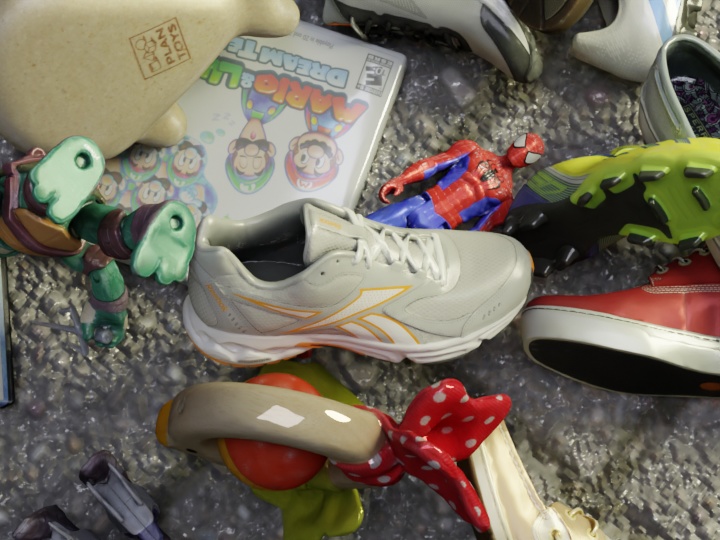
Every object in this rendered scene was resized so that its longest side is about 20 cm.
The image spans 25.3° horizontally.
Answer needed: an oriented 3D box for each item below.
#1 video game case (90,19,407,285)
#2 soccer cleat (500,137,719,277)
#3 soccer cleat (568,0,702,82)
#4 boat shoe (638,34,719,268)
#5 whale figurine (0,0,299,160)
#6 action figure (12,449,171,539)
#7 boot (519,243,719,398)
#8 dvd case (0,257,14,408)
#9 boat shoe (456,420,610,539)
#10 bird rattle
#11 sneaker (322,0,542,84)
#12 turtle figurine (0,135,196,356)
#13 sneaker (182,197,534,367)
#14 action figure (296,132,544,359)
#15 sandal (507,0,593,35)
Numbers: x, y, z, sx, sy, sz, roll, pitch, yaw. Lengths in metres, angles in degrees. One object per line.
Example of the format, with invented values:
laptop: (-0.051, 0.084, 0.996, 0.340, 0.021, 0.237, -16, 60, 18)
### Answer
video game case: (-0.092, -0.082, 1.008, 0.198, 0.024, 0.184, 19, 77, 7)
soccer cleat: (0.155, -0.050, 0.909, 0.065, 0.200, 0.084, 47, 61, -16)
soccer cleat: (0.178, -0.217, 1.007, 0.085, 0.070, 0.202, 10, 76, 6)
boat shoe: (0.220, -0.052, 0.906, 0.070, 0.072, 0.202, -25, 59, -10)
whale figurine: (-0.140, -0.149, 0.960, 0.198, 0.160, 0.104, -25, 36, -6)
action figure: (-0.102, 0.197, 0.915, 0.200, 0.069, 0.130, 41, 76, 8)
boot: (0.196, -0.002, 0.956, 0.198, 0.073, 0.146, 5, 70, 2)
dvd case: (-0.292, 0.004, 0.928, 0.017, 0.199, 0.144, -23, 67, 43)
boat shoe: (0.111, 0.169, 0.914, 0.069, 0.074, 0.202, -20, 85, -6)
bird rattle: (-0.024, 0.100, 0.870, 0.162, 0.199, 0.114, 17, 81, -26)
sneaker: (0.028, -0.169, 1.007, 0.199, 0.074, 0.080, 35, 89, 17)
turtle figurine: (-0.181, -0.018, 0.898, 0.149, 0.199, 0.102, 15, 72, -34)
sneaker: (0.000, 0.000, 0.877, 0.198, 0.092, 0.076, -7, 52, -7)
action figure: (0.033, -0.025, 0.967, 0.199, 0.052, 0.066, -36, 85, -17)
sandal: (0.122, -0.213, 0.984, 0.054, 0.082, 0.201, 25, 31, -24)
